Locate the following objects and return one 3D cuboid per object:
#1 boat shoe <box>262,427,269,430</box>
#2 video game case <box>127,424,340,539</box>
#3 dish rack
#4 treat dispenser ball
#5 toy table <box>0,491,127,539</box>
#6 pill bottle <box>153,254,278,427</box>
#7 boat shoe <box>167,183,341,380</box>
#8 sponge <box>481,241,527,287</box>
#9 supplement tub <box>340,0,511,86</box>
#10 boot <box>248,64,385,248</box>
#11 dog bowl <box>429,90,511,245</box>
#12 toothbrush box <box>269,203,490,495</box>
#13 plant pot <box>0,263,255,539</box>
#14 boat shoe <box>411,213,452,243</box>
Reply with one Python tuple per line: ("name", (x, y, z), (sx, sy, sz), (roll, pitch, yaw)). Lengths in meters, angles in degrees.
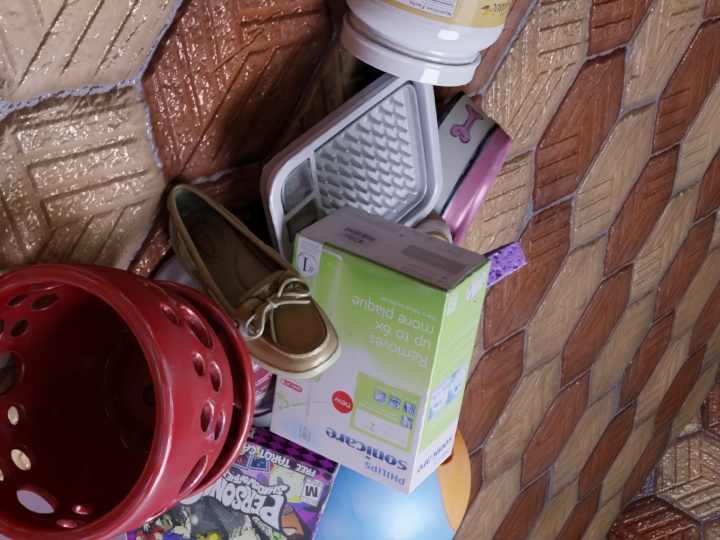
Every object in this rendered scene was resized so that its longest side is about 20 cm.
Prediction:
("boat shoe", (-0.137, 0.223, 1.429), (0.075, 0.075, 0.203), (-30, 143, -37))
("video game case", (-0.136, 0.214, 1.273), (0.036, 0.200, 0.182), (-63, 172, -64))
("dish rack", (-0.011, -0.077, 1.232), (0.200, 0.044, 0.172), (-39, 140, -26))
("treat dispenser ball", (0.008, 0.201, 1.362), (0.201, 0.201, 0.201), (-43, 151, -31))
("toy table", (-0.257, 0.279, 1.161), (0.117, 0.183, 0.200), (103, 1, -45))
("pill bottle", (-0.107, 0.064, 1.254), (0.114, 0.114, 0.200), (-53, 155, -13))
("boat shoe", (-0.091, 0.007, 1.121), (0.073, 0.201, 0.063), (-33, 147, -13))
("sponge", (0.061, 0.033, 1.347), (0.200, 0.030, 0.112), (-28, -179, -37))
("supplement tub", (0.067, -0.270, 1.171), (0.144, 0.144, 0.200), (-22, 137, -53))
("boot", (-0.024, -0.110, 1.289), (0.200, 0.066, 0.165), (-37, 146, -32))
("dog bowl", (0.086, -0.079, 1.437), (0.200, 0.074, 0.200), (-59, 173, -11))
("toothbrush box", (0.014, 0.066, 1.191), (0.086, 0.145, 0.200), (-35, 141, -52))
("plant pot", (-0.184, 0.094, 1.044), (0.201, 0.200, 0.182), (-64, 159, 11))
("boat shoe", (0.000, 0.000, 1.355), (0.069, 0.200, 0.074), (-79, 146, -58))
